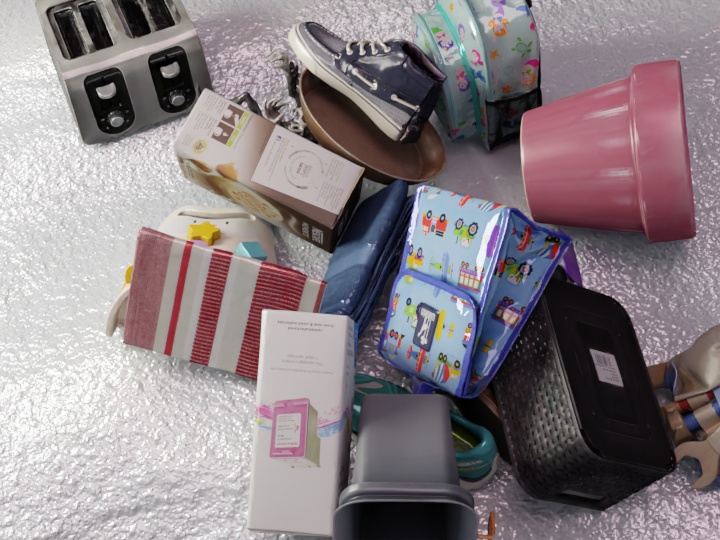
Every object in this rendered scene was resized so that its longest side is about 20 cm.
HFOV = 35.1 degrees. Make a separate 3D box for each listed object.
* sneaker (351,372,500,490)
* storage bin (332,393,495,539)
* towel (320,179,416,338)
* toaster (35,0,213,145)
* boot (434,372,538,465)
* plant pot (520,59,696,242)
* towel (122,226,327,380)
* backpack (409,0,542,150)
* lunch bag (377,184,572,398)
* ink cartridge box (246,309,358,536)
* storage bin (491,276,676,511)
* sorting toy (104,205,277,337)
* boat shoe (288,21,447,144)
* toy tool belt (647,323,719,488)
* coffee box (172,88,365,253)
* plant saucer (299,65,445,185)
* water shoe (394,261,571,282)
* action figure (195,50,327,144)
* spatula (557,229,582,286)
[{"bbox_3d":[0.052,0.149,1.158,0.199,0.080,0.078,22,60,17],"label":"sneaker"},{"bbox_3d":[0.050,0.212,1.055,0.144,0.201,0.135,0,47,2],"label":"storage bin"},{"bbox_3d":[0.000,0.000,1.249,0.048,0.111,0.201,36,60,-19],"label":"towel"},{"bbox_3d":[-0.299,-0.282,1.438,0.180,0.119,0.201,-20,57,-12],"label":"toaster"},{"bbox_3d":[0.134,0.123,1.180,0.075,0.074,0.200,-28,56,-24],"label":"boot"},{"bbox_3d":[0.278,-0.126,1.278,0.178,0.200,0.201,-5,54,18],"label":"plant pot"},{"bbox_3d":[-0.144,0.040,1.186,0.198,0.145,0.023,16,32,-1],"label":"towel"},{"bbox_3d":[0.142,-0.264,1.358,0.149,0.201,0.178,-16,57,-8],"label":"backpack"},{"bbox_3d":[0.097,0.032,1.132,0.150,0.094,0.201,20,89,55],"label":"lunch bag"},{"bbox_3d":[-0.052,0.144,1.082,0.084,0.145,0.202,5,85,5],"label":"ink cartridge box"},{"bbox_3d":[0.213,0.121,1.124,0.134,0.094,0.201,16,49,-34],"label":"storage bin"},{"bbox_3d":[-0.176,-0.014,1.283,0.198,0.107,0.181,2,37,4],"label":"sorting toy"},{"bbox_3d":[0.012,-0.244,1.310,0.200,0.093,0.075,41,35,7],"label":"boat shoe"},{"bbox_3d":[0.356,0.159,1.133,0.123,0.125,0.201,-32,47,27],"label":"toy tool belt"},{"bbox_3d":[-0.102,-0.110,1.282,0.199,0.114,0.080,27,77,4],"label":"coffee box"},{"bbox_3d":[0.009,-0.166,1.331,0.199,0.035,0.201,24,35,-19],"label":"plant saucer"},{"bbox_3d":[0.136,0.014,1.244,0.198,0.079,0.072,-7,56,-2],"label":"water shoe"},{"bbox_3d":[-0.101,-0.196,1.384,0.198,0.103,0.119,-6,44,0],"label":"action figure"},{"bbox_3d":[0.259,0.039,1.240,0.020,0.056,0.201,-35,58,16],"label":"spatula"}]
